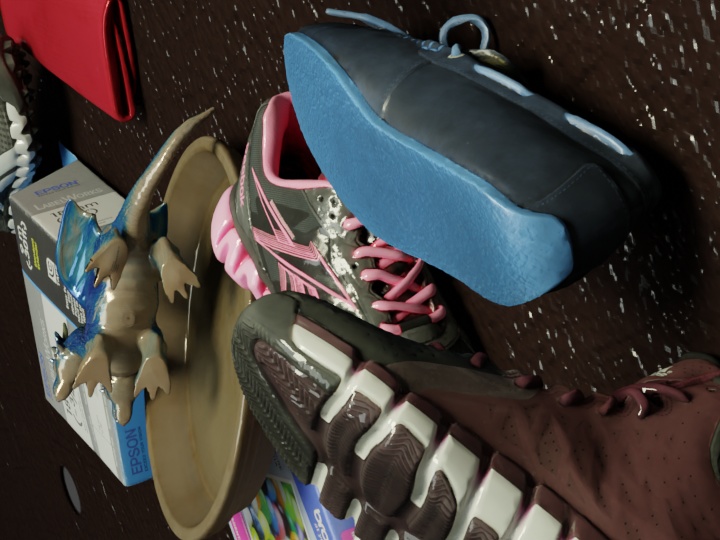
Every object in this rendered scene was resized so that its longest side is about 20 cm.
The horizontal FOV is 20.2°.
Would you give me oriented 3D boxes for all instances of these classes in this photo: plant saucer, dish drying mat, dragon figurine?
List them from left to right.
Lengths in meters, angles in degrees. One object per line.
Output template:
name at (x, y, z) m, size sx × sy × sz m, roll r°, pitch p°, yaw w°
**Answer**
dish drying mat at (-0.178, -0.150, 1.200) m, size 0.200 × 0.018 × 0.078 m, roll 36°, pitch 140°, yaw 55°
dragon figurine at (-0.122, -0.001, 1.027) m, size 0.100 × 0.058 × 0.202 m, roll -125°, pitch 41°, yaw -60°
plant saucer at (-0.072, 0.034, 1.011) m, size 0.200 × 0.029 × 0.202 m, roll -177°, pitch 90°, yaw -71°

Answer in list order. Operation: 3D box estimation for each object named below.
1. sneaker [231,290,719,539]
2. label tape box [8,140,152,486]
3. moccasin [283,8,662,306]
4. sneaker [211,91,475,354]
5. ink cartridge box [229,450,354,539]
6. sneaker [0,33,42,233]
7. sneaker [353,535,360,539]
sneaker at (0.061, 0.052, 0.659) m, size 0.200 × 0.116 × 0.076 m, roll 39°, pitch 150°, yaw 5°
label tape box at (-0.166, 0.022, 1.243) m, size 0.200 × 0.063 × 0.146 m, roll 36°, pitch 138°, yaw 54°
moccasin at (0.037, -0.042, 0.728) m, size 0.200 × 0.068 × 0.081 m, roll 44°, pitch 153°, yaw 50°
sneaker at (0.000, 0.000, 0.848) m, size 0.200 × 0.078 × 0.096 m, roll 52°, pitch 139°, yaw 37°
ink cartridge box at (-0.028, 0.106, 1.025) m, size 0.200 × 0.042 × 0.120 m, roll -24°, pitch 85°, yaw 66°
sneaker at (-0.252, -0.079, 1.303) m, size 0.201 × 0.090 × 0.067 m, roll 104°, pitch 156°, yaw -61°
sneaker at (0.042, 0.107, 0.765) m, size 0.073 × 0.200 × 0.116 m, roll 26°, pitch 108°, yaw 13°
